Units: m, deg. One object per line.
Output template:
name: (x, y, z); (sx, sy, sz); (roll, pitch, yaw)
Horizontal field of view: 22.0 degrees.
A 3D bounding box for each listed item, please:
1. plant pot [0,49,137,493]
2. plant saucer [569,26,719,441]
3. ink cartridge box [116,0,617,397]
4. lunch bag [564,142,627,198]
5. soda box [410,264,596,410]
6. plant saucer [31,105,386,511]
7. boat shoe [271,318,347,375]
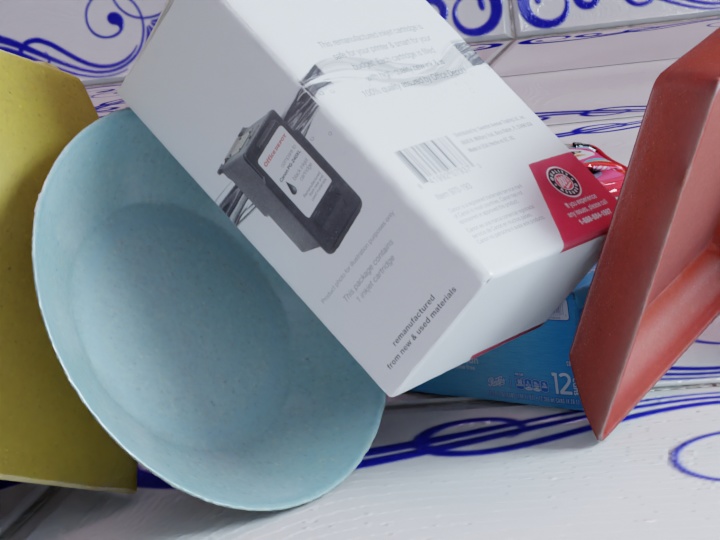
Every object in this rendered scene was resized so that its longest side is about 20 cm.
plant pot: (-0.224, -0.011, 0.875); (0.195, 0.200, 0.194); (2, -9, 39)
plant saucer: (0.167, -0.044, 0.886); (0.037, 0.200, 0.200); (28, 37, 21)
ink cartridge box: (0.007, -0.055, 0.862); (0.145, 0.200, 0.083); (-20, -27, -54)
lunch bag: (0.081, -0.026, 1.221); (0.200, 0.082, 0.176); (-10, 16, -5)
soda box: (0.056, 0.028, 0.997); (0.200, 0.064, 0.068); (4, 17, 42)
plant saucer: (-0.074, 0.020, 0.858); (0.201, 0.201, 0.039); (-20, -8, -47)
boat shoe: (0.000, 0.000, 0.945); (0.200, 0.063, 0.073); (-44, 34, -12)
